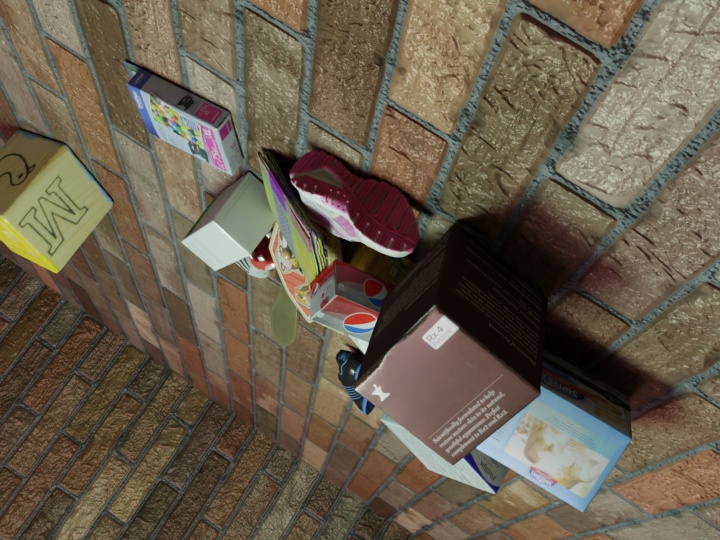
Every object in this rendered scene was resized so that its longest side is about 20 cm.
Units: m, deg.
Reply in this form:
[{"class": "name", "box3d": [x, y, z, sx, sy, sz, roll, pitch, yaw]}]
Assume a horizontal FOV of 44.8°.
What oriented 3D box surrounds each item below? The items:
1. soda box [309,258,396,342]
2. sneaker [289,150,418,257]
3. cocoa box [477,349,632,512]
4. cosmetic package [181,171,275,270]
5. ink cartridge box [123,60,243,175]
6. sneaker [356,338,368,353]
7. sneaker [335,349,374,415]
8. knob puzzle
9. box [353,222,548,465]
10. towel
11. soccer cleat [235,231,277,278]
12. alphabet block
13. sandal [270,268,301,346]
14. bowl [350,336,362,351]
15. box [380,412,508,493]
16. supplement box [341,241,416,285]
[{"class": "soda box", "box3d": [0.026, 0.059, 1.224, 0.197, 0.064, 0.070, 24, 134, -31]}, {"class": "sneaker", "box3d": [-0.003, -0.079, 1.167, 0.199, 0.082, 0.089, 36, 162, 20]}, {"class": "cocoa box", "box3d": [0.256, 0.205, 1.206, 0.197, 0.135, 0.131, 29, -159, 6]}, {"class": "cosmetic package", "box3d": [-0.211, -0.076, 1.434, 0.085, 0.109, 0.199, 40, 157, -14]}, {"class": "ink cartridge box", "box3d": [-0.271, -0.227, 1.304, 0.198, 0.042, 0.120, 30, 158, 18]}, {"class": "sneaker", "box3d": [0.067, 0.136, 1.318, 0.201, 0.076, 0.080, 53, 164, -23]}, {"class": "sneaker", "box3d": [-0.005, 0.230, 1.832, 0.077, 0.070, 0.202, 29, 153, 25]}, {"class": "knob puzzle", "box3d": [-0.094, -0.008, 1.366, 0.218, 0.030, 0.224, 32, 131, 45]}, {"class": "box", "box3d": [0.117, 0.087, 1.080, 0.163, 0.201, 0.166, 38, 123, -10]}, {"class": "towel", "box3d": [-0.094, -0.065, 1.257, 0.201, 0.022, 0.145, 57, 164, 37]}, {"class": "soccer cleat", "box3d": [-0.174, -0.022, 1.544, 0.198, 0.069, 0.086, 11, 144, 56]}, {"class": "alphabet block", "box3d": [-0.688, -0.149, 1.864, 0.193, 0.202, 0.198, 17, 153, 36]}, {"class": "sandal", "box3d": [-0.118, 0.052, 1.629, 0.077, 0.069, 0.215, 39, 141, 30]}, {"class": "bowl", "box3d": [0.045, 0.122, 1.462, 0.201, 0.075, 0.199, 50, 173, -33]}, {"class": "box", "box3d": [0.171, 0.314, 1.683, 0.198, 0.106, 0.184, 7, 146, 51]}, {"class": "supplement box", "box3d": [0.000, 0.000, 1.334, 0.066, 0.070, 0.198, 42, 156, -26]}]
